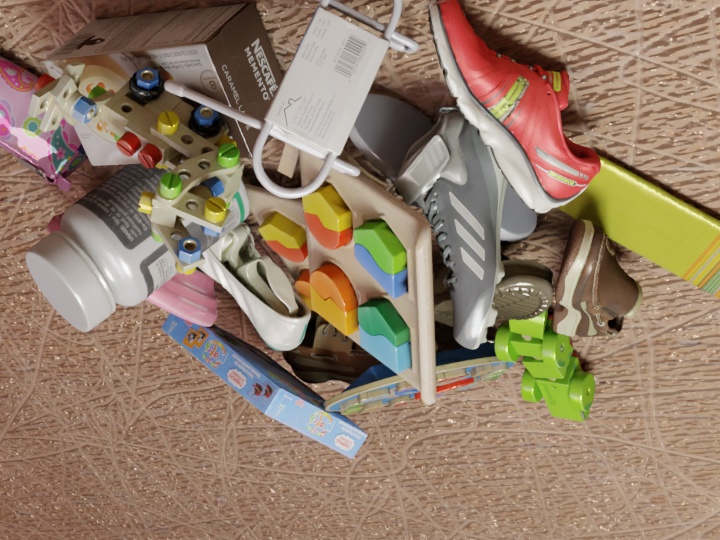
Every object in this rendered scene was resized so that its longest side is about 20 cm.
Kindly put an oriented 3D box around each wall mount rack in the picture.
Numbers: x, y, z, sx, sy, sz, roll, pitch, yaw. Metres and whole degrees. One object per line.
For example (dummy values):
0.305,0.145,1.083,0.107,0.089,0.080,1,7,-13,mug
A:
-0.055,-0.166,1.346,0.173,0.201,0.075,25,-179,-9,wall mount rack

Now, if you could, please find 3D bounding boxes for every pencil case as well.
-0.354,-0.163,1.641,0.200,0.088,0.087,34,148,-8,pencil case

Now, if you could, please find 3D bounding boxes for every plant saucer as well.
-0.229,-0.013,1.727,0.200,0.051,0.201,31,-179,-1,plant saucer

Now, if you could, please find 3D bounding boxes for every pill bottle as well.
-0.212,-0.039,1.579,0.113,0.200,0.113,40,155,23,pill bottle

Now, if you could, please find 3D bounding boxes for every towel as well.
0.272,-0.032,1.420,0.199,0.018,0.086,28,145,-1,towel

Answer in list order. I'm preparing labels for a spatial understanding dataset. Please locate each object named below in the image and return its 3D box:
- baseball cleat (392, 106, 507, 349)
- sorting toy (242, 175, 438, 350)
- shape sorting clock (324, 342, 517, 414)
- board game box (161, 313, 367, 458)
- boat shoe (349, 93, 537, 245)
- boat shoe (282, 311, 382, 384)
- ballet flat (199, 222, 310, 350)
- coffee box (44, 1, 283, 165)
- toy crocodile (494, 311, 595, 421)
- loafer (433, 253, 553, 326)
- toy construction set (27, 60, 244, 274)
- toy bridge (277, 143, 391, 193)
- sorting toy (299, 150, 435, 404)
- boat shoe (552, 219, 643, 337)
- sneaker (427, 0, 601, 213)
0.075,-0.037,1.400,0.106,0.201,0.070,7,177,-8,baseball cleat
-0.028,-0.001,1.620,0.200,0.037,0.185,23,153,42,sorting toy
0.061,0.117,1.670,0.199,0.039,0.200,-14,166,-3,shape sorting clock
-0.102,0.116,1.753,0.200,0.037,0.151,33,180,44,board game box
0.062,-0.081,1.464,0.199,0.070,0.066,29,150,-18,boat shoe
-0.019,0.073,1.740,0.199,0.076,0.074,-12,128,45,boat shoe
-0.119,-0.009,1.678,0.200,0.069,0.069,49,149,6,ballet flat
-0.170,-0.164,1.479,0.199,0.080,0.115,1,125,37,coffee box
0.185,0.085,1.623,0.067,0.062,0.200,5,147,31,toy crocodile
0.113,0.008,1.517,0.076,0.068,0.200,16,167,-23,loafer
-0.178,-0.100,1.374,0.200,0.131,0.092,40,146,-1,toy construction set
-0.060,-0.114,1.540,0.199,0.027,0.067,27,148,3,toy bridge
0.000,0.000,1.440,0.200,0.036,0.186,41,145,44,sorting toy
0.214,0.010,1.462,0.074,0.075,0.202,14,166,9,boat shoe
0.124,-0.144,1.328,0.085,0.077,0.200,-32,109,14,sneaker
